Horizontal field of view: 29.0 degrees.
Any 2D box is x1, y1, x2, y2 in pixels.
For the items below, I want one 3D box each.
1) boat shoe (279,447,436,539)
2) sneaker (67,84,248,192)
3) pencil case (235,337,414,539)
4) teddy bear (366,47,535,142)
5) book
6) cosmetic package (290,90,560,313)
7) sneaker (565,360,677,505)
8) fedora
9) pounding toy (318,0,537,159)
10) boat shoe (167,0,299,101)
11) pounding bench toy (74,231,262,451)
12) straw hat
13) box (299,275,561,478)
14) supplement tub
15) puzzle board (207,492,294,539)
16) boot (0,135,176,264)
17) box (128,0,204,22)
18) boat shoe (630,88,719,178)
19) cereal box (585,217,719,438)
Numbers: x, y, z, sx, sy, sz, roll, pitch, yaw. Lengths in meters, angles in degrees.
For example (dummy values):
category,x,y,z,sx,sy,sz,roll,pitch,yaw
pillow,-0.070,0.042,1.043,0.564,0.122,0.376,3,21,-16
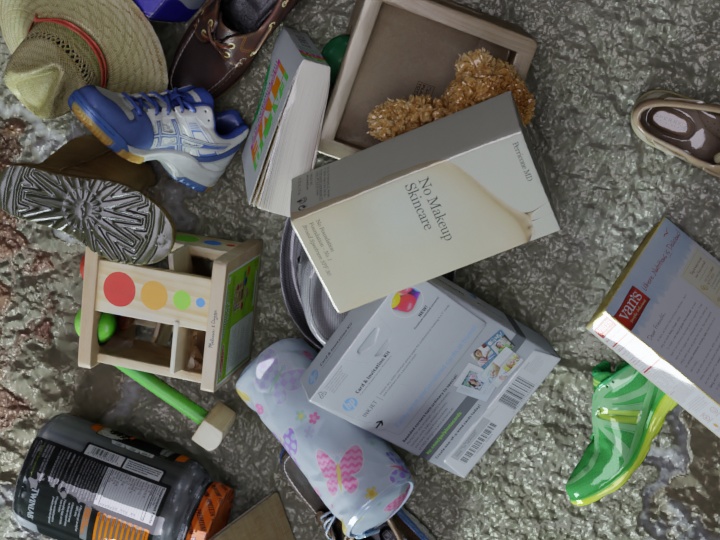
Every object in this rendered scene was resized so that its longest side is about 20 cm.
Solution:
category,x,y,z,sx,sy,sz,roll,pitch,yaw
boat shoe,-0.002,0.241,1.376,0.199,0.072,0.072,38,107,3
sneaker,-0.184,-0.144,1.289,0.088,0.199,0.075,-48,60,14
pencil case,-0.036,0.158,1.331,0.200,0.083,0.091,48,110,23
teddy bear,0.064,-0.094,1.185,0.199,0.067,0.146,-25,109,6
book,-0.066,-0.139,1.252,0.048,0.200,0.135,14,104,-12
cosmetic package,0.051,-0.054,1.137,0.198,0.073,0.104,-21,121,12
sneaker,0.244,0.128,1.306,0.083,0.074,0.201,31,96,2
fedora,0.000,0.000,1.319,0.175,0.090,0.202,11,103,9
pounding toy,0.038,-0.191,1.265,0.198,0.142,0.186,19,105,-7
boat shoe,-0.118,-0.234,1.311,0.070,0.070,0.200,41,107,0
pounding bench toy,-0.195,0.065,1.356,0.154,0.124,0.202,9,103,10
straw hat,-0.283,-0.188,1.296,0.200,0.085,0.202,21,139,19
box,0.066,0.092,1.295,0.199,0.041,0.156,29,106,-31
supplement tub,-0.236,0.230,1.398,0.198,0.123,0.124,19,104,7
puzzle board,-0.096,0.344,1.381,0.017,0.150,0.202,-14,99,34
boot,-0.228,-0.075,1.297,0.174,0.200,0.067,23,104,4
box,-0.179,-0.363,1.280,0.184,0.105,0.200,44,107,1
boat shoe,0.337,-0.109,1.241,0.198,0.065,0.072,16,104,9
cereal box,0.313,0.063,1.244,0.200,0.144,0.040,40,142,3
